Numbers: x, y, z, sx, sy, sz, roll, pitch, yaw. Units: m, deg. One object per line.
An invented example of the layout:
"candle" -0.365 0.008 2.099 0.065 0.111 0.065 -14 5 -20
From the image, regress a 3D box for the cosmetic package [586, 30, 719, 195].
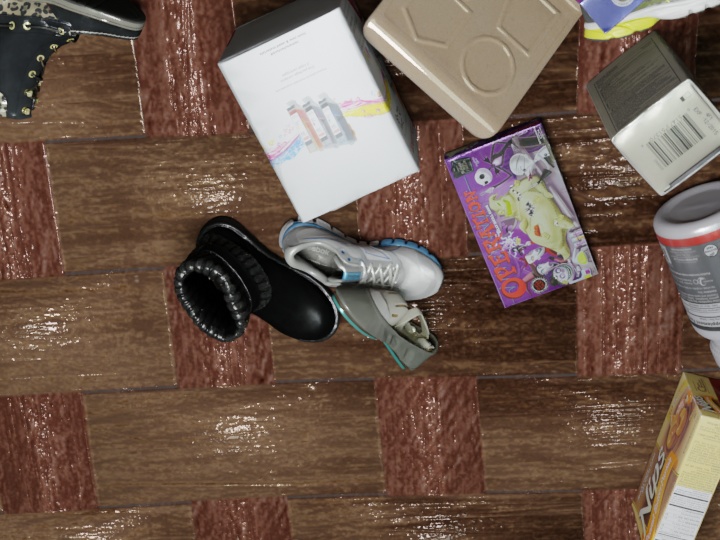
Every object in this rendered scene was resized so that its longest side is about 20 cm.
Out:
"cosmetic package" 0.315 -0.170 1.490 0.103 0.200 0.087 -39 108 18

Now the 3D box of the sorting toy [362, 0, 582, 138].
"sorting toy" 0.123 -0.271 1.511 0.185 0.036 0.200 40 79 -14

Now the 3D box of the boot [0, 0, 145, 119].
"boot" -0.343 -0.240 1.550 0.203 0.074 0.154 13 115 1

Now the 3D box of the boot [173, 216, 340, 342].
"boot" -0.117 0.038 1.611 0.211 0.158 0.079 35 109 -12

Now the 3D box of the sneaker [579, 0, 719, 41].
"sneaker" 0.325 -0.311 1.498 0.200 0.074 0.085 -21 106 7

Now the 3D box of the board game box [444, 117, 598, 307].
"board game box" 0.187 -0.065 1.632 0.120 0.032 0.200 -19 111 14

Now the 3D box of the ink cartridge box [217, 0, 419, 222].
"ink cartridge box" -0.040 -0.183 1.523 0.144 0.145 0.200 -23 111 11

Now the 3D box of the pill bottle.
"pill bottle" 0.420 0.008 1.607 0.116 0.116 0.200 -22 111 11

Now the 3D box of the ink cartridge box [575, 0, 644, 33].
"ink cartridge box" 0.262 -0.384 1.453 0.196 0.043 0.200 -41 84 16

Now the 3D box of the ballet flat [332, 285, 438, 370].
"ballet flat" 0.034 0.054 1.629 0.064 0.067 0.200 -33 145 9

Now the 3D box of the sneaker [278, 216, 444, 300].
"sneaker" 0.000 0.000 1.632 0.200 0.087 0.075 13 111 -5

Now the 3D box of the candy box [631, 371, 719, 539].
"candy box" 0.391 0.238 1.704 0.055 0.115 0.200 14 112 -3
